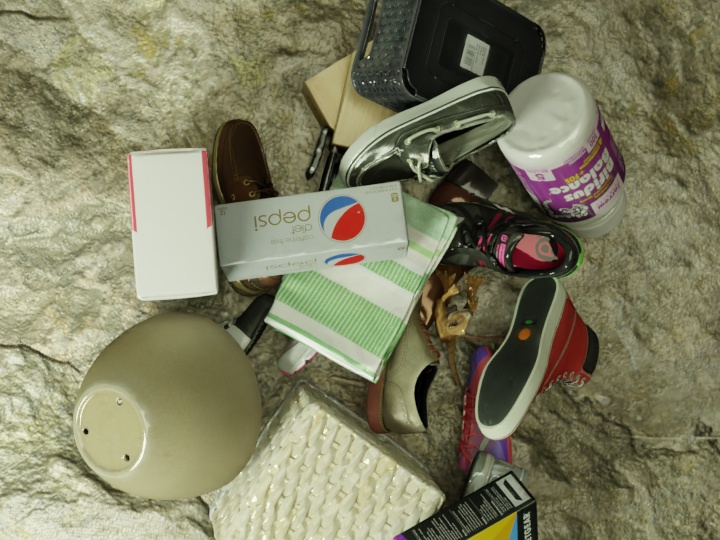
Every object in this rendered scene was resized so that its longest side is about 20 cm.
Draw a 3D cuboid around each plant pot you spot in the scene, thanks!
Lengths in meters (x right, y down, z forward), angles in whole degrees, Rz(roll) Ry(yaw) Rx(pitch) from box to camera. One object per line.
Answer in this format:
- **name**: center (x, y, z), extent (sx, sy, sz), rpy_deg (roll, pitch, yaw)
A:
- **plant pot**: center (-0.220, 0.151, 1.062), extent (0.197, 0.134, 0.204), rpy_deg (2, 96, 24)

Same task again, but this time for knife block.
- **knife block**: center (0.015, -0.163, 1.185), extent (0.198, 0.064, 0.177), rpy_deg (-32, 93, -6)

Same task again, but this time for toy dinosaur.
- **toy dinosaur**: center (0.101, 0.059, 1.143), extent (0.059, 0.200, 0.108), rpy_deg (13, 74, 10)

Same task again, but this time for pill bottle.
- **pill bottle**: center (0.233, -0.120, 1.140), extent (0.111, 0.200, 0.114), rpy_deg (-15, 57, 24)

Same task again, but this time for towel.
- **towel**: center (0.000, 0.000, 1.111), extent (0.151, 0.023, 0.202), rpy_deg (26, 83, 14)

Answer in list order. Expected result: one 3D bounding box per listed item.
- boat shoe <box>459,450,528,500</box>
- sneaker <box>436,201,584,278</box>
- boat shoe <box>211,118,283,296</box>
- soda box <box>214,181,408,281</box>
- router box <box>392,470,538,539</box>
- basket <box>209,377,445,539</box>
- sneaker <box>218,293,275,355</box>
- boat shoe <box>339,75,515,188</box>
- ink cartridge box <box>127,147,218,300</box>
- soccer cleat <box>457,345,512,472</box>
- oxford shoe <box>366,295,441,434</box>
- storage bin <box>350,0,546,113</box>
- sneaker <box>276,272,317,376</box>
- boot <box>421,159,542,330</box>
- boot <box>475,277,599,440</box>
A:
- **boat shoe**: center (0.134, 0.297, 1.153), extent (0.064, 0.075, 0.205), rpy_deg (16, 115, 8)
- **sneaker**: center (0.149, -0.034, 1.127), extent (0.196, 0.084, 0.078), rpy_deg (6, 94, 8)
- **boat shoe**: center (-0.118, -0.076, 1.150), extent (0.071, 0.067, 0.204), rpy_deg (0, 78, -43)
- **soda box**: center (-0.050, -0.040, 1.072), extent (0.196, 0.064, 0.069), rpy_deg (-8, 75, -1)
- **router box**: center (0.118, 0.323, 1.084), extent (0.147, 0.051, 0.202), rpy_deg (-25, 132, -15)
- **basket**: center (-0.040, 0.260, 1.125), extent (0.197, 0.161, 0.201), rpy_deg (35, 87, -6)
- **sneaker**: center (-0.178, 0.091, 1.153), extent (0.088, 0.074, 0.201), rpy_deg (41, 89, 0)
- **boat shoe**: center (0.067, -0.130, 1.066), extent (0.198, 0.071, 0.064), rpy_deg (-29, 54, 16)
- **ink cartridge box**: center (-0.197, -0.044, 1.091), extent (0.083, 0.200, 0.148), rpy_deg (-4, 89, -9)
- **soccer cleat**: center (0.143, 0.192, 1.196), extent (0.075, 0.067, 0.204), rpy_deg (-9, 93, -2)
- **oxford shoe**: center (0.060, 0.082, 1.132), extent (0.074, 0.070, 0.204), rpy_deg (1, 79, 28)
- **storage bin**: center (0.101, -0.234, 1.135), extent (0.198, 0.093, 0.137), rpy_deg (17, 87, -39)
- **sneaker**: center (-0.056, 0.022, 1.172), extent (0.087, 0.081, 0.202), rpy_deg (24, 81, -1)
- **boot**: center (0.125, 0.003, 1.194), extent (0.188, 0.068, 0.201), rpy_deg (40, 87, -8)
- **boot**: center (0.211, 0.127, 1.163), extent (0.144, 0.072, 0.202), rpy_deg (48, 60, -36)
